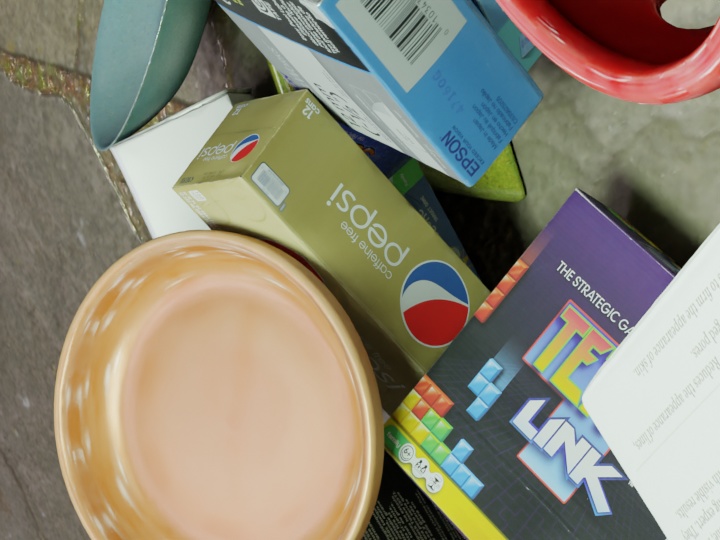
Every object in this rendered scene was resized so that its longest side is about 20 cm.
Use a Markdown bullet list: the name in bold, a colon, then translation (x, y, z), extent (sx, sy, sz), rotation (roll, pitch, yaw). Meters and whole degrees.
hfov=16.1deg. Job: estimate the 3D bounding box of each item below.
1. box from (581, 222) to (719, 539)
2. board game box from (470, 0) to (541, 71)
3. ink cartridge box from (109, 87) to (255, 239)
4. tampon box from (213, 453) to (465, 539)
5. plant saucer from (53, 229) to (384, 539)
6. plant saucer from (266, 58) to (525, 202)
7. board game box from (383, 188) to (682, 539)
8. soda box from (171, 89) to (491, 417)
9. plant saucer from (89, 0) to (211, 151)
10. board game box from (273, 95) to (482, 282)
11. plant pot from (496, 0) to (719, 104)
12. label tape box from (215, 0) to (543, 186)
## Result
- **box**: translation (0.215, 0.024, 0.913), extent (0.131, 0.199, 0.200), rotation (57, 156, 14)
- **board game box**: translation (-0.002, -0.190, 1.233), extent (0.200, 0.047, 0.151), rotation (33, 169, 30)
- **ink cartridge box**: translation (-0.068, -0.006, 1.569), extent (0.145, 0.084, 0.200), rotation (-44, -71, -85)
- **tampon box**: translation (-0.007, 0.186, 1.409), extent (0.150, 0.200, 0.126), rotation (-35, 78, 21)
- **plant saucer**: translation (-0.069, 0.078, 1.297), extent (0.200, 0.037, 0.201), rotation (3, 96, 32)
- **plant saucer**: translation (-0.005, -0.129, 1.418), extent (0.200, 0.048, 0.200), rotation (14, 125, 61)
- **board game box**: translation (0.124, 0.084, 1.219), extent (0.200, 0.165, 0.057), rotation (44, -169, 37)
- **soda box**: translation (0.000, 0.000, 1.314), extent (0.200, 0.064, 0.068), rotation (48, 152, -24)
- **plant saucer**: translation (-0.122, -0.167, 1.558), extent (0.201, 0.039, 0.201), rotation (-168, 90, -74)
- **board game box**: translation (0.019, 0.000, 1.439), extent (0.135, 0.034, 0.200), rotation (25, 152, 51)
- **plant pot**: translation (0.140, -0.181, 0.885), extent (0.200, 0.182, 0.201), rotation (48, 152, 35)
- **label tape box**: translation (-0.023, -0.131, 1.242), extent (0.200, 0.066, 0.143), rotation (26, 165, 47)
